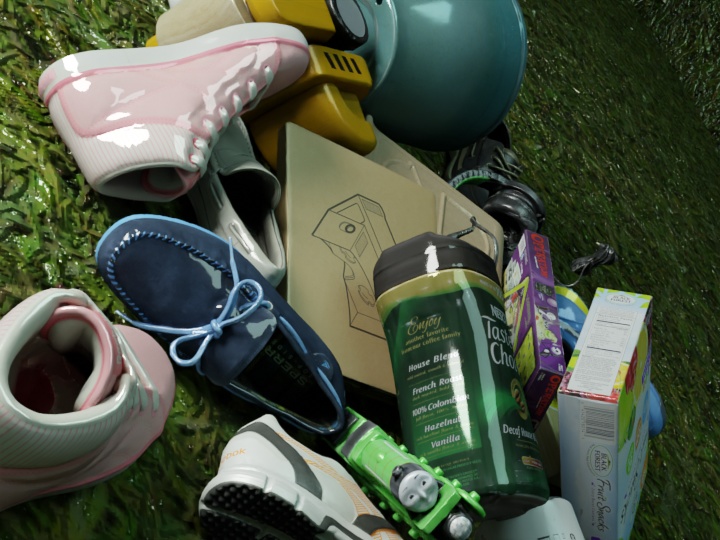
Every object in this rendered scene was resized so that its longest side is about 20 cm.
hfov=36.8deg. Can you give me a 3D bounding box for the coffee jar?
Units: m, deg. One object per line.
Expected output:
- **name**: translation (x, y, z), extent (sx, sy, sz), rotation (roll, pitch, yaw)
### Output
- **coffee jar**: translation (0.070, 0.076, 0.781), extent (0.104, 0.085, 0.202), rotation (25, 49, -56)

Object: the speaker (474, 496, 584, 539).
- **speaker**: translation (0.147, 0.268, 0.766), extent (0.081, 0.081, 0.201), rotation (25, 38, -44)

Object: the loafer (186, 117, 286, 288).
- **loafer**: translation (-0.086, -0.053, 0.778), extent (0.070, 0.070, 0.201), rotation (28, 36, -41)

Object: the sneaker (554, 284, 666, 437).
- **sneaker**: translation (0.225, 0.108, 1.064), extent (0.200, 0.066, 0.079), rotation (48, 46, -17)

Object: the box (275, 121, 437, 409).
- **box**: translation (0.000, 0.000, 0.842), extent (0.163, 0.021, 0.202), rotation (23, 54, -37)

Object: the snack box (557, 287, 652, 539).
- **snack box**: translation (0.207, 0.138, 0.906), extent (0.142, 0.052, 0.202), rotation (-53, 143, -48)

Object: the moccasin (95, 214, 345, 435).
- **moccasin**: translation (-0.073, 0.035, 0.671), extent (0.199, 0.081, 0.068), rotation (35, 11, -32)

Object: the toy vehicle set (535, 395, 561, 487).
- **toy vehicle set**: translation (0.195, 0.128, 1.079), extent (0.124, 0.026, 0.201), rotation (28, 36, -42)

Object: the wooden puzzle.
- **wooden puzzle**: translation (0.053, -0.020, 0.976), extent (0.200, 0.046, 0.186), rotation (39, 38, -24)

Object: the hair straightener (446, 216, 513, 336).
- **hair straightener**: translation (0.096, 0.048, 0.878), extent (0.041, 0.076, 0.202), rotation (26, 61, -44)

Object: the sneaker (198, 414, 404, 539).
- **sneaker**: translation (-0.006, 0.160, 0.651), extent (0.200, 0.074, 0.080), rotation (44, 25, -21)

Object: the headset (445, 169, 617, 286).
- **headset**: translation (0.164, -0.033, 1.111), extent (0.199, 0.094, 0.125), rotation (20, 66, -27)

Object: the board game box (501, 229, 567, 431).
- **board game box**: translation (0.140, 0.068, 0.961), extent (0.032, 0.121, 0.201), rotation (20, 35, -9)

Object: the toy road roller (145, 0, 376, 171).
- **toy road roller**: translation (-0.063, -0.153, 0.888), extent (0.199, 0.122, 0.147), rotation (-7, 75, -62)

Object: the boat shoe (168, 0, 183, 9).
- **boat shoe**: translation (-0.123, -0.250, 0.967), extent (0.068, 0.075, 0.200), rotation (46, 20, 4)

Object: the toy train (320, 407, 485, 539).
- **toy train**: translation (0.019, 0.123, 0.668), extent (0.056, 0.042, 0.200), rotation (46, -9, -12)

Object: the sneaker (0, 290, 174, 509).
- **sneaker**: translation (-0.130, 0.055, 0.520), extent (0.076, 0.104, 0.200), rotation (55, 24, 6)

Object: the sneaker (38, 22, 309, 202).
- **sneaker**: translation (-0.110, -0.103, 0.745), extent (0.199, 0.075, 0.105), rotation (-17, 74, -32)

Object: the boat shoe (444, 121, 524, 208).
- **boat shoe**: translation (0.143, -0.116, 1.235), extent (0.074, 0.073, 0.201), rotation (39, 30, -27)

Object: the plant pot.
- **plant pot**: translation (0.032, -0.217, 1.054), extent (0.187, 0.200, 0.201), rotation (-8, 64, -54)
